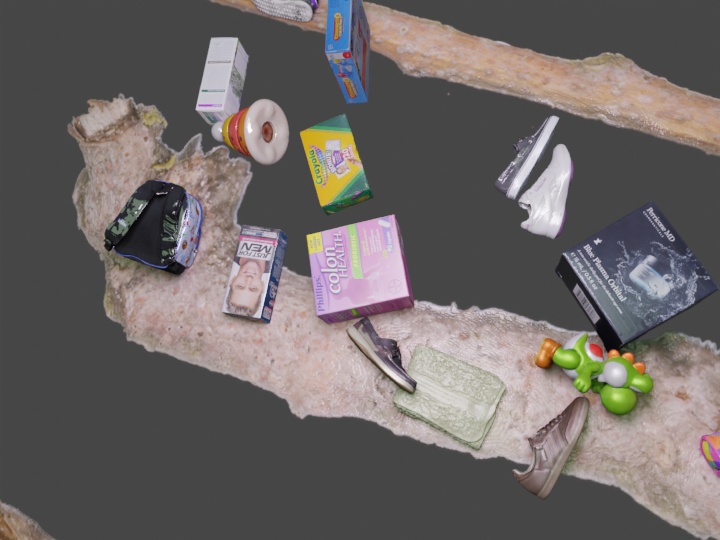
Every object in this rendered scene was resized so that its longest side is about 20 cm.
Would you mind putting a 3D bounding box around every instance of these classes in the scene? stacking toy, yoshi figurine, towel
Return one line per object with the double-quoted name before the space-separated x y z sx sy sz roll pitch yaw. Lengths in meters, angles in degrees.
"stacking toy" -0.282 -0.329 1.366 0.197 0.146 0.149 7 75 34
"yoshi figurine" 0.421 0.199 1.040 0.197 0.113 0.113 18 49 27
"towel" 0.174 0.243 1.127 0.197 0.037 0.151 23 80 18

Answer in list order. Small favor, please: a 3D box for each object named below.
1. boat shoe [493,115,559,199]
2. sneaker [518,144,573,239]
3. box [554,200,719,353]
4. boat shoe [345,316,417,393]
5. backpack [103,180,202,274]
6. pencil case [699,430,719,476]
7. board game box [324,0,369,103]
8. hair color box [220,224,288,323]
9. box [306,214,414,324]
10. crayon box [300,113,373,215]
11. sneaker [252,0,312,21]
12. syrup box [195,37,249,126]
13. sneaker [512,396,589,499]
"boat shoe" 0.351 -0.249 1.214 0.066 0.070 0.202 31 90 17
"sneaker" 0.383 -0.170 1.175 0.097 0.075 0.204 11 77 14
"box" 0.509 0.015 1.073 0.198 0.118 0.199 -30 70 2
"boat shoe" 0.049 0.164 1.148 0.065 0.072 0.199 -44 51 -7
"backpack" -0.451 -0.102 1.308 0.196 0.154 0.194 17 87 11
"pencil case" 0.693 0.293 0.971 0.196 0.088 0.090 -21 71 8
"board game box" -0.025 -0.527 1.306 0.055 0.196 0.205 -2 73 12
"hair color box" -0.234 0.007 1.275 0.098 0.061 0.204 7 77 15
"box" 0.000 0.000 1.204 0.196 0.097 0.180 -12 72 10
"crayon box" -0.056 -0.243 1.305 0.117 0.058 0.204 -20 71 6
"sneaker" -0.193 -0.714 1.471 0.197 0.070 0.101 22 73 14
"syrup box" -0.344 -0.471 1.425 0.080 0.079 0.205 5 76 14
"sneaker" 0.352 0.313 1.048 0.075 0.071 0.202 27 81 19
